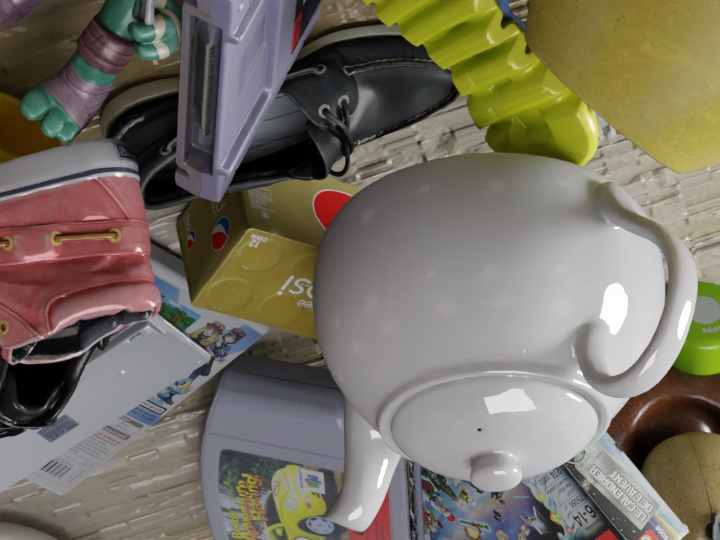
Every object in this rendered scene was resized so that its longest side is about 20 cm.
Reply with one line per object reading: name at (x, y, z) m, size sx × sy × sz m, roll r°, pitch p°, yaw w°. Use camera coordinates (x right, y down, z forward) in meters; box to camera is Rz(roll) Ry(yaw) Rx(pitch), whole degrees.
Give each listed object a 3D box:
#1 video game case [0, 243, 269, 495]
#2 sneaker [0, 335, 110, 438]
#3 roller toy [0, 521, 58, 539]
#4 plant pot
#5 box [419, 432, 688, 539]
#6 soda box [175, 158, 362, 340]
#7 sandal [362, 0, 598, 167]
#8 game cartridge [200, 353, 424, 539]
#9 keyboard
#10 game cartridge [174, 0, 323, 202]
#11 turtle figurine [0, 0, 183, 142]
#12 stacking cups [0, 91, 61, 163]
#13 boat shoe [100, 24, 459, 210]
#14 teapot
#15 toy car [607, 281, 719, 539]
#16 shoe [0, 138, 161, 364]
video game case at (-0.183, 0.039, 1.538) m, size 0.182 × 0.022 × 0.200 m, roll -38°, pitch 132°, yaw 25°
sneaker at (-0.198, 0.057, 1.471) m, size 0.076 × 0.091 × 0.200 m, roll 16°, pitch 131°, yaw -31°
roller toy at (-0.241, 0.255, 1.666) m, size 0.182 × 0.140 × 0.200 m, roll -17°, pitch 138°, yaw 2°
plant pot at (0.160, -0.132, 1.292) m, size 0.200 × 0.200 × 0.142 m, roll 31°, pitch 105°, yaw -38°
box at (0.095, 0.140, 1.597) m, size 0.040 × 0.137 × 0.200 m, roll -38°, pitch 175°, yaw -30°
soda box at (0.000, 0.000, 1.515) m, size 0.199 × 0.064 × 0.068 m, roll 17°, pitch 130°, yaw -30°
sandal at (0.060, -0.144, 1.371) m, size 0.079 × 0.087 × 0.200 m, roll -13°, pitch 125°, yaw 37°
game cartridge at (-0.029, 0.135, 1.635) m, size 0.133 × 0.041 × 0.200 m, roll 12°, pitch 137°, yaw 17°
keyboard at (-0.180, 0.086, 1.569) m, size 0.200 × 0.011 × 0.056 m, roll -32°, pitch 140°, yaw 19°
game cartridge at (-0.046, -0.130, 1.285) m, size 0.038 × 0.130 × 0.200 m, roll 27°, pitch 156°, yaw 8°
turtle figurine at (-0.105, -0.157, 1.277) m, size 0.100 × 0.150 × 0.200 m, roll 2°, pitch 147°, yaw -43°
stacking cups at (-0.226, -0.002, 1.437) m, size 0.060 × 0.061 × 0.200 m, roll 15°, pitch 124°, yaw -29°
boat shoe at (-0.034, -0.074, 1.423) m, size 0.198 × 0.066 × 0.075 m, roll -9°, pitch 138°, yaw -6°
teapot at (0.070, 0.041, 1.393) m, size 0.196 × 0.147 × 0.200 m, roll -4°, pitch 150°, yaw 3°
toy car at (0.180, 0.138, 1.613) m, size 0.157 × 0.200 × 0.165 m, roll -10°, pitch 138°, yaw -6°
shoe at (-0.197, 0.006, 1.340) m, size 0.199 × 0.091 × 0.071 m, roll -16°, pitch 166°, yaw 7°
